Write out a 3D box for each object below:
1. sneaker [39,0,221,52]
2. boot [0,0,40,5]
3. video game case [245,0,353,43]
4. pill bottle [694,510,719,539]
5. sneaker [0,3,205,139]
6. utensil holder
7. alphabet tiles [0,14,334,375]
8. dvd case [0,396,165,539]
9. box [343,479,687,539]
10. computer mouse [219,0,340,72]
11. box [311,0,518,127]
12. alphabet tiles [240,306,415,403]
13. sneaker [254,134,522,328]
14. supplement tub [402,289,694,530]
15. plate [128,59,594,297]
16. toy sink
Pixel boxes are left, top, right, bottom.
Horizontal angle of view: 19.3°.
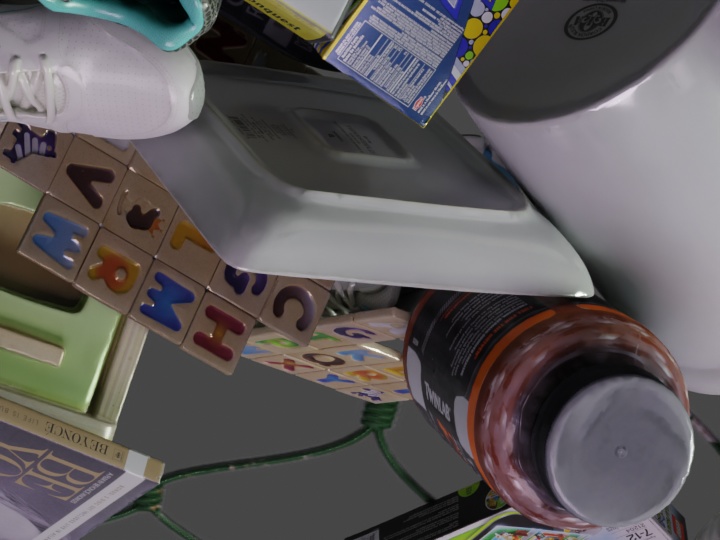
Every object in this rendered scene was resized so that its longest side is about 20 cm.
[{"bbox_3d":[-0.137,-0.157,0.894,0.200,0.091,0.078,22,124,-22],"label":"sneaker"},{"bbox_3d":[-0.146,-0.209,0.957,0.182,0.073,0.200,37,125,-10],"label":"boot"},{"bbox_3d":[-0.044,-0.227,0.890,0.181,0.200,0.025,31,169,-25],"label":"video game case"},{"bbox_3d":[0.290,0.137,1.272,0.116,0.117,0.200,19,132,-17],"label":"pill bottle"},{"bbox_3d":[-0.170,-0.089,0.956,0.200,0.080,0.071,12,125,11],"label":"sneaker"},{"bbox_3d":[0.161,-0.063,1.045,0.170,0.170,0.200,-25,128,24],"label":"utensil holder"},{"bbox_3d":[-0.085,-0.050,1.082,0.200,0.167,0.006,32,162,-26],"label":"alphabet tiles"},{"bbox_3d":[-0.219,0.090,1.077,0.200,0.016,0.149,24,147,-21],"label":"dvd case"},{"bbox_3d":[0.100,0.180,1.376,0.200,0.035,0.110,-27,128,25],"label":"box"},{"bbox_3d":[-0.052,-0.172,1.030,0.200,0.053,0.139,31,131,-10],"label":"computer mouse"},{"bbox_3d":[0.056,-0.170,0.958,0.064,0.070,0.200,32,102,-27],"label":"box"},{"bbox_3d":[0.038,0.060,1.219,0.200,0.008,0.167,22,159,-36],"label":"alphabet tiles"},{"bbox_3d":[0.000,0.000,1.168,0.200,0.087,0.075,-28,129,27],"label":"sneaker"},{"bbox_3d":[0.092,0.060,1.024,0.107,0.200,0.107,-2,102,-12],"label":"supplement tub"},{"bbox_3d":[-0.009,-0.052,1.016,0.200,0.200,0.032,5,117,-31],"label":"plate"},{"bbox_3d":[-0.185,0.027,1.109,0.130,0.112,0.200,21,88,-17],"label":"toy sink"}]
